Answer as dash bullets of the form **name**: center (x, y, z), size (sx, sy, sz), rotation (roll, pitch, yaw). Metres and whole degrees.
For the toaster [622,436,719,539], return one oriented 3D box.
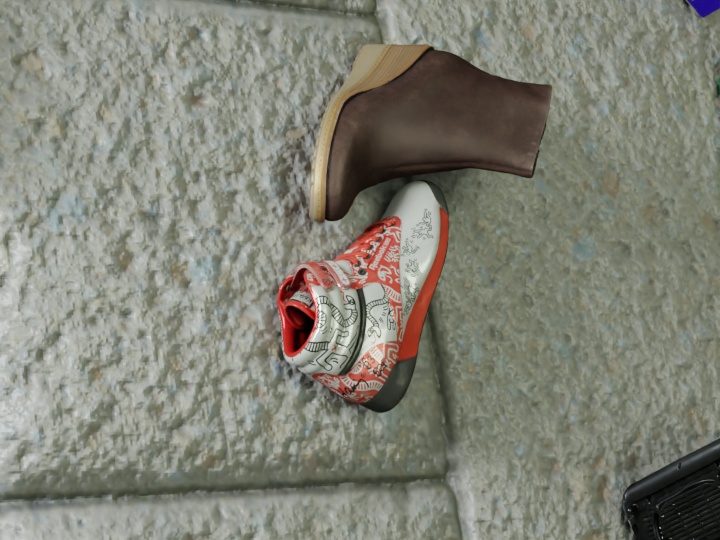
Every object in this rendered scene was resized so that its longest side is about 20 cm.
- **toaster**: center (0.325, 0.224, 1.567), size (0.119, 0.200, 0.181), rotation (-17, 76, -40)

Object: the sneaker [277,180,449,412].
- **sneaker**: center (0.000, 0.000, 1.487), size (0.108, 0.067, 0.202), rotation (27, 62, -27)

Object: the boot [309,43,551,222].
- **boot**: center (0.056, -0.101, 1.518), size (0.166, 0.072, 0.200), rotation (15, 51, 8)

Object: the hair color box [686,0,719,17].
- **hair color box**: center (0.352, -0.353, 1.866), size (0.109, 0.065, 0.200), rotation (44, 56, -13)

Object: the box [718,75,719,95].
- **box**: center (0.401, -0.114, 1.824), size (0.117, 0.048, 0.201), rotation (11, 70, -32)
